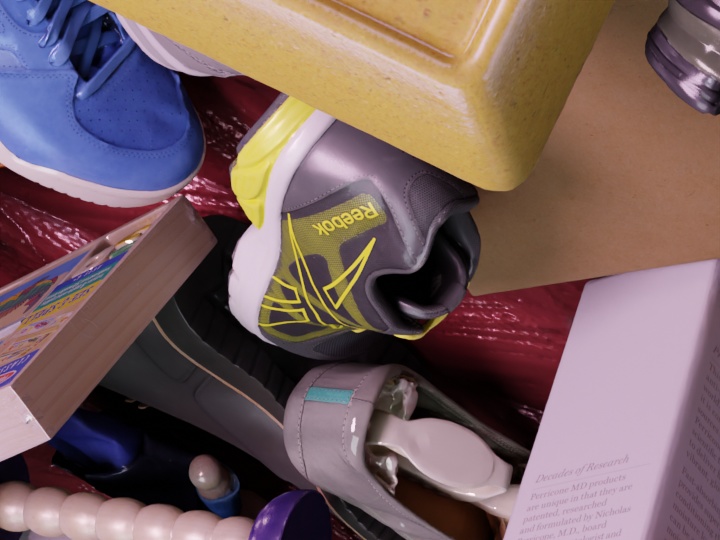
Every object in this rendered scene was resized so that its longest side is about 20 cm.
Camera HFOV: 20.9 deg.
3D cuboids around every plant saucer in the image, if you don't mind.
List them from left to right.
[{"bbox_3d":[-0.002,-0.144,0.532,0.198,0.048,0.201,25,105,-5],"label":"plant saucer"}]

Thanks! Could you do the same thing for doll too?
[{"bbox_3d":[-0.117,0.088,0.933,0.199,0.049,0.136,33,164,-33],"label":"doll"}]

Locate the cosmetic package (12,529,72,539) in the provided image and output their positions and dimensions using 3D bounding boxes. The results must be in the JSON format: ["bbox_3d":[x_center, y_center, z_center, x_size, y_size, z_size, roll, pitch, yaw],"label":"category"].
[{"bbox_3d":[-0.066,0.180,0.902,0.198,0.108,0.090,5,167,-1],"label":"cosmetic package"}]

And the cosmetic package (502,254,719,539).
[{"bbox_3d":[0.113,0.100,0.723,0.071,0.201,0.102,-17,126,40],"label":"cosmetic package"}]

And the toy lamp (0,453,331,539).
[{"bbox_3d":[-0.112,0.107,0.829,0.198,0.058,0.059,6,139,26],"label":"toy lamp"}]

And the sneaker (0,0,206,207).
[{"bbox_3d":[-0.119,-0.107,0.703,0.200,0.077,0.111,44,147,-14],"label":"sneaker"}]

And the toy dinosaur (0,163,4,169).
[{"bbox_3d":[-0.203,-0.055,0.815,0.199,0.102,0.137,21,120,27],"label":"toy dinosaur"}]

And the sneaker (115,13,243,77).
[{"bbox_3d":[-0.072,-0.143,0.621,0.082,0.075,0.200,26,159,52],"label":"sneaker"}]

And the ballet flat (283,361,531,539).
[{"bbox_3d":[0.052,0.097,0.827,0.199,0.068,0.063,32,155,-35],"label":"ballet flat"}]

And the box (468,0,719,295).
[{"bbox_3d":[0.088,-0.063,0.692,0.198,0.021,0.164,-10,131,34],"label":"box"}]

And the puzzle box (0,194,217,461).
[{"bbox_3d":[-0.158,0.046,0.762,0.199,0.133,0.026,-24,110,36],"label":"puzzle box"}]

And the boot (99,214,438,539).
[{"bbox_3d":[-0.051,0.057,0.876,0.138,0.078,0.200,-11,126,49],"label":"boot"}]

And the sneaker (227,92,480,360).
[{"bbox_3d":[0.000,0.000,0.723,0.084,0.075,0.200,40,166,16],"label":"sneaker"}]

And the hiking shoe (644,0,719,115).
[{"bbox_3d":[0.188,-0.083,0.571,0.198,0.076,0.102,6,119,-3],"label":"hiking shoe"}]
